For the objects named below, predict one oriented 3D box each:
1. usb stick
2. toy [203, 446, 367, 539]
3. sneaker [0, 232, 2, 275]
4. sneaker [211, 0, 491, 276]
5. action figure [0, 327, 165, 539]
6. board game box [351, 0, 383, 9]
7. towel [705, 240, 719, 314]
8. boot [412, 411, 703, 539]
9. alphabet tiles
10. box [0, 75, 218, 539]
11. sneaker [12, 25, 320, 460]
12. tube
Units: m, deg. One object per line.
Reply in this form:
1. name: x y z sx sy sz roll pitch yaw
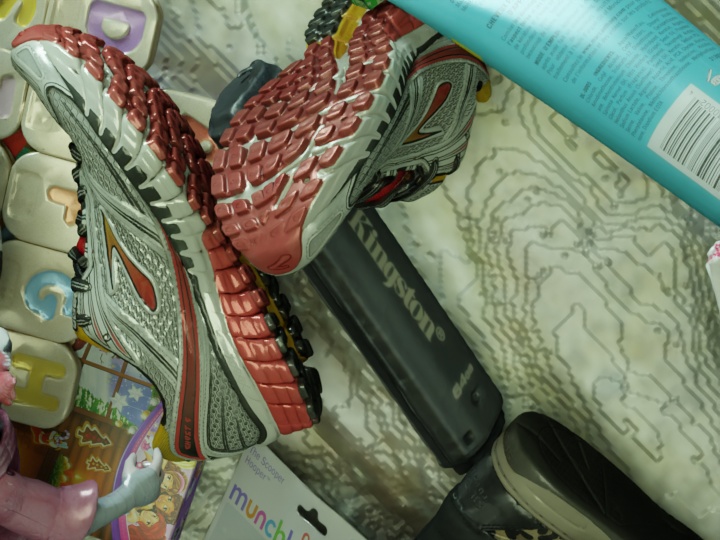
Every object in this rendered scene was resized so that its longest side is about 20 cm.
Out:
1. usb stick: 0.000 0.000 1.064 0.033 0.056 0.200 -24 112 26
2. toy: -0.070 0.186 1.102 0.115 0.047 0.201 38 112 41
3. sneaker: -0.191 -0.052 1.046 0.074 0.081 0.201 -1 119 -21
4. sneaker: 0.008 -0.056 1.009 0.078 0.200 0.082 -16 115 35
5. action figure: -0.171 0.083 1.004 0.149 0.200 0.134 -39 73 -24
6. board game box: 0.054 -0.206 1.009 0.200 0.023 0.105 -37 114 -8
7. towel: 0.237 0.027 0.894 0.199 0.030 0.147 -17 105 7
8. boot: 0.088 0.171 1.094 0.150 0.073 0.200 -40 110 22
9. alphabet tiles: -0.154 -0.035 1.083 0.195 0.015 0.201 15 101 5
10. box: -0.118 0.014 1.113 0.136 0.039 0.201 20 101 4
11. sneaker: -0.094 -0.008 1.027 0.082 0.078 0.201 -26 99 8
12. tube: 0.093 -0.085 0.957 0.077 0.050 0.200 -43 65 -12
